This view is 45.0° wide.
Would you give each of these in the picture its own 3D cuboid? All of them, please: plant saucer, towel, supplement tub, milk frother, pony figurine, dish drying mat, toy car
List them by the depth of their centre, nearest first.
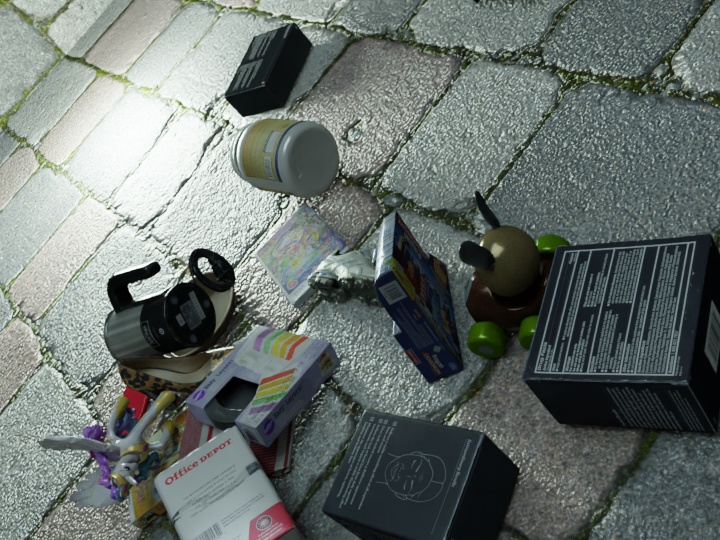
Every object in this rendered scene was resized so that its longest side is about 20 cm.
[{"bbox_3d":[0.185,-0.005,1.173,0.156,0.200,0.166,-10,50,35],"label":"toy car"},{"bbox_3d":[-0.196,0.269,1.384,0.198,0.023,0.145,-10,48,16],"label":"towel"},{"bbox_3d":[-0.410,0.298,1.444,0.191,0.168,0.201,-9,34,25],"label":"pony figurine"},{"bbox_3d":[-0.348,0.065,1.611,0.187,0.199,0.183,-17,86,37],"label":"milk frother"},{"bbox_3d":[-0.428,0.249,1.637,0.076,0.018,0.202,-12,50,33],"label":"dish drying mat"},{"bbox_3d":[-0.313,0.090,1.665,0.199,0.029,0.202,-24,44,25],"label":"plant saucer"},{"bbox_3d":[-0.152,-0.223,1.703,0.199,0.144,0.145,15,67,46],"label":"supplement tub"}]

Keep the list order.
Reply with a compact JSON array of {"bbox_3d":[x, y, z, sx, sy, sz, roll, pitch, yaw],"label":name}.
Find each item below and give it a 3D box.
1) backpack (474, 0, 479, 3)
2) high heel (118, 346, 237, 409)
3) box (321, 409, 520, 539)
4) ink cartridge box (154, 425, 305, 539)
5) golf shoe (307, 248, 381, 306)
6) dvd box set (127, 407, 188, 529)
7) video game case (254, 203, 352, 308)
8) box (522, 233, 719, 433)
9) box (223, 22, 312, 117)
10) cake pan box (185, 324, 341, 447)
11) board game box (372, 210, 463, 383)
[{"bbox_3d":[0.273,-0.603,1.654,0.199,0.167,0.127,28,71,43],"label":"backpack"},{"bbox_3d":[-0.317,0.163,1.515,0.199,0.143,0.072,-32,40,15],"label":"high heel"},{"bbox_3d":[0.076,0.278,1.099,0.199,0.107,0.150,3,58,43],"label":"box"},{"bbox_3d":[-0.186,0.346,1.237,0.144,0.085,0.200,-32,49,-11],"label":"ink cartridge box"},{"bbox_3d":[0.000,0.000,1.433,0.199,0.078,0.098,7,57,43],"label":"golf shoe"},{"bbox_3d":[-0.313,0.319,1.466,0.199,0.029,0.147,-38,40,9],"label":"dvd box set"},{"bbox_3d":[-0.109,-0.031,1.599,0.143,0.018,0.200,-44,39,1],"label":"video game case"},{"bbox_3d":[0.325,0.075,1.042,0.197,0.123,0.202,-3,53,38],"label":"box"},{"bbox_3d":[-0.213,-0.465,2.018,0.140,0.079,0.202,-7,52,41],"label":"box"},{"bbox_3d":[-0.159,0.181,1.389,0.183,0.053,0.200,8,45,44],"label":"cake pan box"},{"bbox_3d":[0.078,0.024,1.282,0.061,0.201,0.201,-25,29,20],"label":"board game box"}]
